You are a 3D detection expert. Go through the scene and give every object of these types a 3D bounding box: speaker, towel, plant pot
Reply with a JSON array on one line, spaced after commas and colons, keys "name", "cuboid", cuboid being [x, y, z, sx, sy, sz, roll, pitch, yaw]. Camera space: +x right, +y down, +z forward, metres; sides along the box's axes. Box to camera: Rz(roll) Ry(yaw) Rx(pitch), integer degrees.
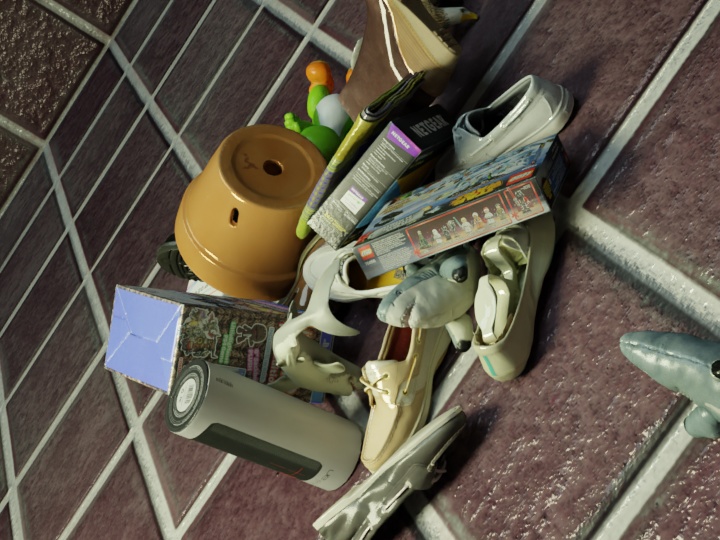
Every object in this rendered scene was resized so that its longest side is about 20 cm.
[{"name": "speaker", "cuboid": [-0.097, 0.161, 1.332, 0.081, 0.200, 0.081, -36, 41, 38]}, {"name": "towel", "cuboid": [-0.001, -0.132, 1.440, 0.144, 0.023, 0.200, -46, -7, -51]}, {"name": "plant pot", "cuboid": [-0.118, -0.082, 1.570, 0.140, 0.199, 0.201, 113, 168, -51]}]

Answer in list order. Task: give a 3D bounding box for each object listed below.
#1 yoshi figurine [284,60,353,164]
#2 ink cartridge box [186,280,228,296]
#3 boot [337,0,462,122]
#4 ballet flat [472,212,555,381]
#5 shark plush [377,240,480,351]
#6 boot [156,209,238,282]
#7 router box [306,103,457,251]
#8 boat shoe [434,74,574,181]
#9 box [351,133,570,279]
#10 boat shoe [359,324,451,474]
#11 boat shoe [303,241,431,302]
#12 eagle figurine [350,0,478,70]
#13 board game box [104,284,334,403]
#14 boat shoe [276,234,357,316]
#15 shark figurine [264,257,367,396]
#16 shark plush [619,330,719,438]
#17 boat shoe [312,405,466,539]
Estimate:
[{"name": "yoshi figurine", "cuboid": [-0.041, -0.193, 1.702, 0.112, 0.112, 0.201, -23, 47, 41]}, {"name": "ink cartridge box", "cuboid": [-0.184, 0.027, 1.764, 0.115, 0.068, 0.200, -32, 38, 43]}, {"name": "boot", "cuboid": [0.014, -0.259, 1.505, 0.200, 0.072, 0.166, 53, 127, 15]}, {"name": "ballet flat", "cuboid": [0.141, 0.007, 1.224, 0.069, 0.069, 0.200, -28, 40, 46]}, {"name": "shark plush", "cuboid": [0.077, -0.007, 1.286, 0.083, 0.091, 0.200, 2, 40, 14]}, {"name": "boot", "cuboid": [-0.164, -0.070, 1.707, 0.080, 0.210, 0.158, 91, 174, -54]}, {"name": "router box", "cuboid": [0.032, -0.108, 1.436, 0.149, 0.051, 0.200, -49, -5, 22]}, {"name": "boat shoe", "cuboid": [0.137, -0.147, 1.382, 0.200, 0.068, 0.072, -26, 42, 49]}, {"name": "box", "cuboid": [0.101, -0.064, 1.268, 0.200, 0.040, 0.137, -21, 15, 25]}, {"name": "boat shoe", "cuboid": [0.034, 0.107, 1.303, 0.074, 0.069, 0.201, -13, 52, 56]}, {"name": "boat shoe", "cuboid": [0.000, 0.000, 1.412, 0.200, 0.070, 0.071, 10, 81, 44]}, {"name": "eagle figurine", "cuboid": [0.075, -0.333, 1.627, 0.152, 0.151, 0.201, -43, 40, 49]}, {"name": "board game box", "cuboid": [-0.157, 0.082, 1.436, 0.159, 0.200, 0.097, 12, 93, 53]}, {"name": "boat shoe", "cuboid": [-0.049, 0.034, 1.533, 0.200, 0.072, 0.068, -59, 29, 23]}, {"name": "shark figurine", "cuboid": [-0.059, 0.062, 1.320, 0.215, 0.128, 0.090, 79, -173, -62]}, {"name": "shark plush", "cuboid": [0.266, 0.089, 0.905, 0.091, 0.083, 0.200, -57, 27, 5]}, {"name": "boat shoe", "cuboid": [0.039, 0.205, 1.227, 0.200, 0.057, 0.067, -43, -5, 23]}]
